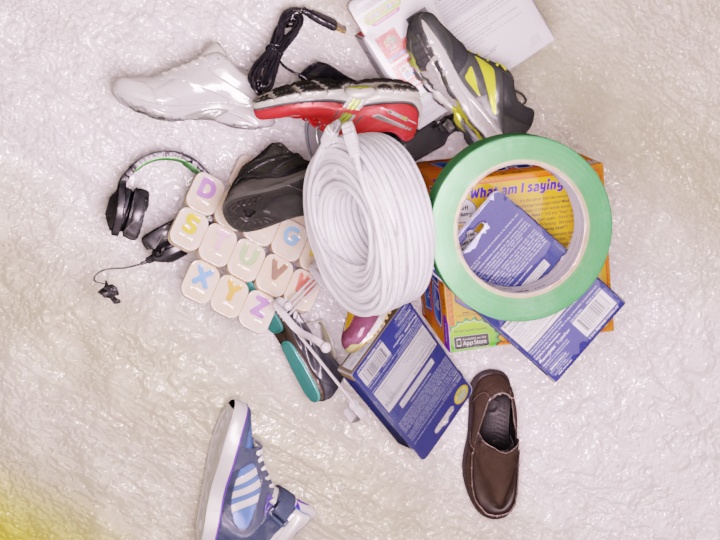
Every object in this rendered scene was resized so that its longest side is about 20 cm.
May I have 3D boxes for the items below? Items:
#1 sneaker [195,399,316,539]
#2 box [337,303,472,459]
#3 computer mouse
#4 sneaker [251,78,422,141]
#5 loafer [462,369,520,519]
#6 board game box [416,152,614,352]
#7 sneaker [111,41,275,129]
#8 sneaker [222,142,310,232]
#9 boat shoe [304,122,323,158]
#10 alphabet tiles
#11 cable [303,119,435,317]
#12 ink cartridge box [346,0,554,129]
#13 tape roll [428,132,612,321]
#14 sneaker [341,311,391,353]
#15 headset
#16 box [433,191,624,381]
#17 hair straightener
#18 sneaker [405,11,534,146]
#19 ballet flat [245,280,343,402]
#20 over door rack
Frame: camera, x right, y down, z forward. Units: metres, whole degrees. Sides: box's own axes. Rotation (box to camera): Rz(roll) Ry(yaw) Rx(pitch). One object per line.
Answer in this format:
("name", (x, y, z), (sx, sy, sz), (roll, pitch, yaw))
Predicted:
("sneaker", (-0.122, 0.271, 1.739), (0.145, 0.081, 0.201), (11, 96, -17))
("box", (0.059, 0.136, 1.689), (0.121, 0.032, 0.200), (-53, 132, -18))
("computer mouse", (-0.032, -0.232, 1.652), (0.199, 0.046, 0.141), (24, 67, -10))
("sneaker", (-0.027, -0.176, 1.576), (0.198, 0.077, 0.086), (-1, 107, -5))
("loafer", (0.171, 0.233, 1.764), (0.072, 0.071, 0.202), (-7, 102, -6))
("board game box", (0.178, -0.032, 1.646), (0.198, 0.200, 0.201), (-7, 102, -5))
("sneaker", (-0.198, -0.226, 1.634), (0.199, 0.078, 0.100), (4, 94, -17))
("sneaker", (-0.062, -0.113, 1.615), (0.198, 0.115, 0.077), (-12, 126, 14))
("boat shoe", (-0.001, -0.110, 1.677), (0.073, 0.067, 0.201), (-33, 103, 0))
("alphabet tiles", (-0.131, -0.033, 1.659), (0.199, 0.015, 0.197), (28, 71, -14))
("cable", (0.006, -0.051, 1.482), (0.069, 0.200, 0.201), (-17, 76, -28))
("ink cartridge box", (0.102, -0.301, 1.643), (0.199, 0.084, 0.176), (-33, 104, 0))
("tape roll", (0.169, -0.047, 1.470), (0.199, 0.048, 0.202), (-1, 99, -7))
("sneaker", (0.000, 0.000, 1.604), (0.090, 0.075, 0.201), (30, 60, -14))
("headset", (-0.255, -0.052, 1.644), (0.123, 0.094, 0.201), (35, 84, -12))
("box", (0.185, 0.015, 1.530), (0.200, 0.032, 0.121), (41, 93, -12))
("hair straightener", (0.116, -0.173, 1.674), (0.199, 0.077, 0.041), (-23, 101, -2))
("sneaker", (0.128, -0.224, 1.592), (0.085, 0.074, 0.201), (-40, 108, -17))
("ballet flat", (-0.082, 0.069, 1.709), (0.073, 0.073, 0.201), (-32, 96, 0))
("over door rack", (0.000, 0.068, 1.671), (0.148, 0.066, 0.201), (-45, 116, -25))
